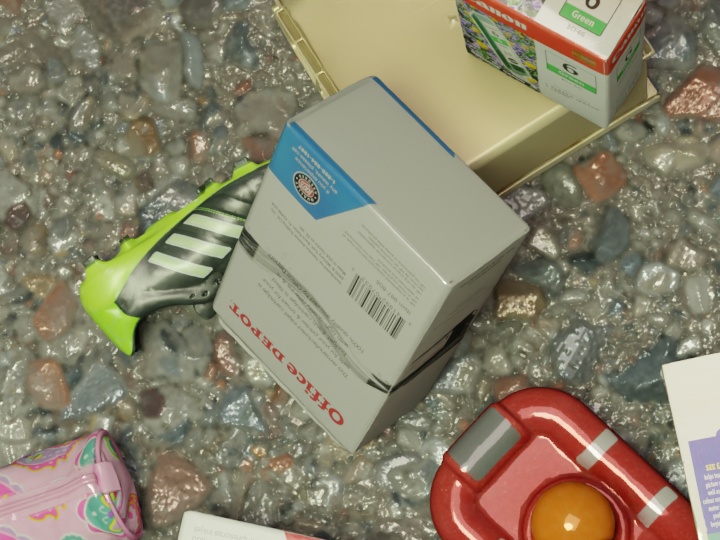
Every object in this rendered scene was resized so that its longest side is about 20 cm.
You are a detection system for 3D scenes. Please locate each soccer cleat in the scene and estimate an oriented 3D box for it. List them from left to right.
[{"bbox_3d":[-0.101,-0.018,1.217,0.200,0.068,0.081,-34,93,2],"label":"soccer cleat"}]

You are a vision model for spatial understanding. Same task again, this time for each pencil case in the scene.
[{"bbox_3d":[-0.249,0.175,1.183,0.199,0.087,0.088,-18,76,4],"label":"pencil case"}]

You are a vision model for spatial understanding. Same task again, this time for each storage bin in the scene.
[{"bbox_3d":[0.067,-0.156,1.200,0.200,0.094,0.199,-32,75,2],"label":"storage bin"}]

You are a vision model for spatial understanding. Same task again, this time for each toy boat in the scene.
[{"bbox_3d":[0.136,0.164,1.102,0.200,0.131,0.131,43,87,14],"label":"toy boat"}]

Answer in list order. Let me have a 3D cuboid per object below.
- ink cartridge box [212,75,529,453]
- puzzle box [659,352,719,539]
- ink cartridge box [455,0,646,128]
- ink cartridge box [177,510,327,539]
[{"bbox_3d":[0.000,0.000,1.120,0.145,0.200,0.084,46,52,15],"label":"ink cartridge box"},{"bbox_3d":[0.293,0.102,1.065,0.199,0.025,0.134,-12,77,9],"label":"puzzle box"},{"bbox_3d":[0.111,-0.156,1.041,0.109,0.200,0.050,31,84,13],"label":"ink cartridge box"},{"bbox_3d":[-0.061,0.270,1.134,0.144,0.084,0.201,10,81,10],"label":"ink cartridge box"}]
